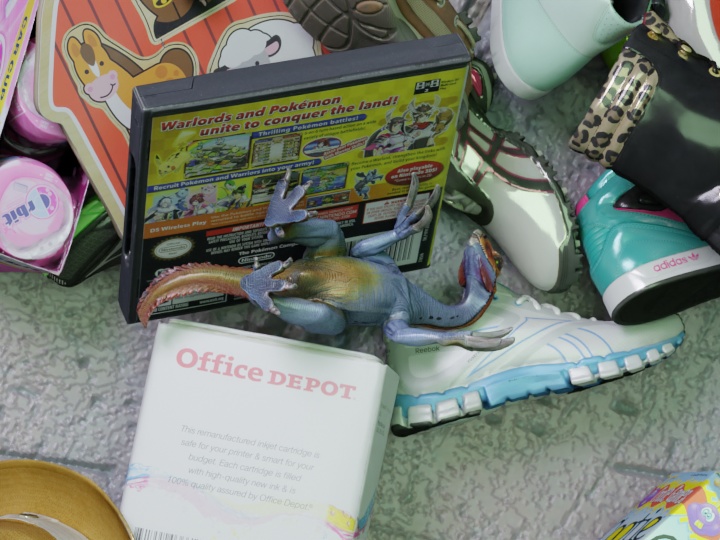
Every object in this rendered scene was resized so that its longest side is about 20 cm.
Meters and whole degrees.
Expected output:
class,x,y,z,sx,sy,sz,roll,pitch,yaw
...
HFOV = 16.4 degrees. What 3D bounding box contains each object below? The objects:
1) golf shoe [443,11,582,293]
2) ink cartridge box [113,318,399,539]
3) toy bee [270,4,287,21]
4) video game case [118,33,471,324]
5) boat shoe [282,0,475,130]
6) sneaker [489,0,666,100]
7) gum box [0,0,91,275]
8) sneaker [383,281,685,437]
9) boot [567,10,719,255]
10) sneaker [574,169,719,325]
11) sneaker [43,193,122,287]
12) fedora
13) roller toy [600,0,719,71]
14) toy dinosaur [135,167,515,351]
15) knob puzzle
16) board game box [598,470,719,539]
class,x,y,z,sx,sy,sz,roll,pitch,yaw
golf shoe,0.066,-0.064,1.583,0.088,0.077,0.200,-27,81,-23
ink cartridge box,-0.067,0.141,1.526,0.145,0.088,0.201,10,85,8
toy bee,-0.071,-0.178,1.560,0.199,0.109,0.131,10,82,-8
video game case,-0.041,-0.053,1.478,0.199,0.181,0.026,-11,50,-18
boat shoe,0.009,-0.165,1.487,0.076,0.200,0.072,2,54,32
sneaker,0.136,-0.217,1.572,0.074,0.118,0.201,16,60,-40
gum box,-0.199,-0.102,1.523,0.066,0.113,0.201,20,82,-25
sneaker,0.108,0.041,1.589,0.199,0.075,0.087,-13,81,-10
boot,0.230,-0.108,1.489,0.150,0.073,0.200,31,81,7
sneaker,0.215,-0.041,1.610,0.199,0.084,0.121,-12,64,-34
sneaker,-0.102,-0.028,1.558,0.199,0.077,0.084,-20,84,-9
fedora,-0.221,0.201,1.473,0.200,0.082,0.201,-5,78,26
roller toy,0.272,-0.165,1.596,0.182,0.140,0.200,42,80,-4
toy dinosaur,0.000,0.000,1.510,0.199,0.181,0.105,-5,72,31
knob puzzle,-0.102,-0.141,1.466,0.219,0.030,0.221,-7,106,-24
board game box,0.168,0.228,1.563,0.200,0.105,0.103,-40,91,-11
